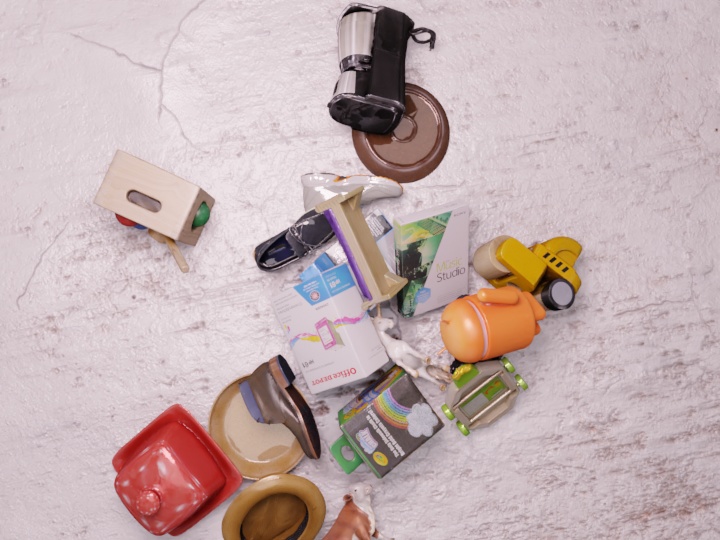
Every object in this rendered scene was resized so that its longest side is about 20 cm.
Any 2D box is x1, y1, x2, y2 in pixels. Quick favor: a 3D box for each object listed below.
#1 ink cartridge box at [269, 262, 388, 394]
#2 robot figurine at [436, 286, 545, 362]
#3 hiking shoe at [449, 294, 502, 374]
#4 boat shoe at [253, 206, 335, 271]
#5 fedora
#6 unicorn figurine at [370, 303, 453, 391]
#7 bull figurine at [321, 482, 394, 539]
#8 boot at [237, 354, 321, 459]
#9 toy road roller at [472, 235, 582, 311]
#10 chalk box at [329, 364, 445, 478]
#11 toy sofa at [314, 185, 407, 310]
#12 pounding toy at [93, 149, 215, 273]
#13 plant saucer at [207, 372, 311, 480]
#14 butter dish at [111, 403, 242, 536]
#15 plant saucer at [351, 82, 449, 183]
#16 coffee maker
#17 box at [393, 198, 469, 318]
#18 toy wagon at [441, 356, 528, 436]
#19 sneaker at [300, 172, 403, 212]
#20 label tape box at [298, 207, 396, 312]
[{"bbox_3d":[-0.058,0.110,1.120,0.144,0.084,0.202,-25,91,36],"label":"ink cartridge box"},{"bbox_3d":[0.225,0.094,1.073,0.198,0.144,0.118,-13,81,-17],"label":"robot figurine"},{"bbox_3d":[0.224,0.141,1.177,0.099,0.076,0.203,-6,103,-12],"label":"hiking shoe"},{"bbox_3d":[-0.114,-0.057,1.142,0.198,0.062,0.075,-28,113,8],"label":"boat shoe"},{"bbox_3d":[-0.162,0.442,1.125,0.198,0.082,0.203,-5,111,-12],"label":"fedora"},{"bbox_3d":[0.089,0.154,1.129,0.074,0.137,0.201,-44,127,-13],"label":"unicorn figurine"},{"bbox_3d":[-0.015,0.501,1.145,0.121,0.065,0.201,37,95,31],"label":"bull figurine"},{"bbox_3d":[-0.147,0.265,1.121,0.096,0.075,0.202,-26,83,8],"label":"boot"},{"bbox_3d":[0.331,-0.016,1.166,0.199,0.123,0.147,36,73,-5],"label":"toy road roller"},{"bbox_3d":[0.036,0.290,1.135,0.199,0.124,0.125,-37,92,-3],"label":"chalk box"},{"bbox_3d":[-0.008,-0.036,1.067,0.097,0.083,0.202,-20,99,32],"label":"toy sofa"},{"bbox_3d":[-0.353,-0.098,1.088,0.198,0.184,0.144,24,87,-3],"label":"pounding toy"},{"bbox_3d":[-0.189,0.293,1.163,0.197,0.035,0.203,0,89,-4],"label":"plant saucer"},{"bbox_3d":[-0.350,0.381,1.082,0.199,0.148,0.201,-40,91,11],"label":"butter dish"},{"bbox_3d":[0.081,-0.275,1.197,0.197,0.034,0.203,0,89,-3],"label":"plant saucer"},{"bbox_3d":[0.041,-0.367,1.118,0.189,0.135,0.203,1,73,8],"label":"coffee maker"},{"bbox_3d":[0.133,-0.020,1.125,0.143,0.036,0.202,-18,122,-19],"label":"box"},{"bbox_3d":[0.221,0.223,1.132,0.155,0.040,0.200,-39,129,4],"label":"toy wagon"},{"bbox_3d":[-0.017,-0.139,1.174,0.197,0.076,0.093,2,97,3],"label":"sneaker"},{"bbox_3d":[0.000,0.000,1.168,0.199,0.066,0.144,-39,92,-5],"label":"label tape box"}]
